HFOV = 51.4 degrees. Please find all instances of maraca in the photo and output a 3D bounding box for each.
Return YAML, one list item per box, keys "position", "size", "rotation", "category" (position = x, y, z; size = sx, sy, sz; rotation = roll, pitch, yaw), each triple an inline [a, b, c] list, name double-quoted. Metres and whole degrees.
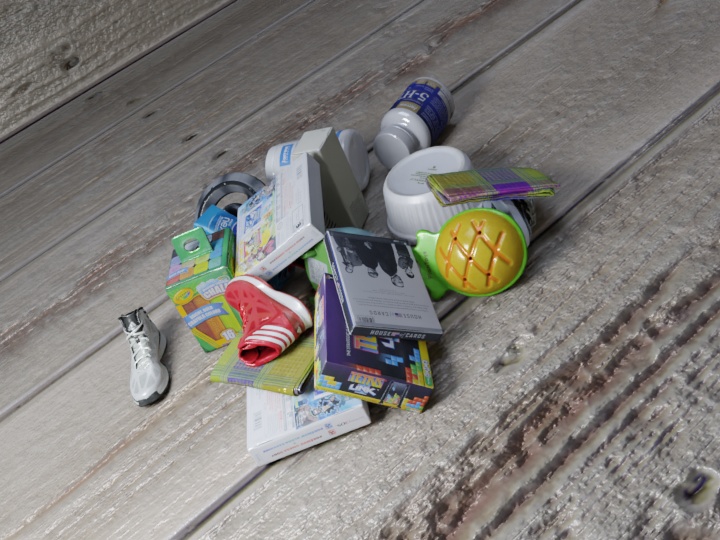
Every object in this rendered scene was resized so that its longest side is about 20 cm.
- position: [0.169, -0.023, 1.189]
  size: [0.196, 0.141, 0.106]
  rotation: [-13, 2, 27]
  category: "maraca"

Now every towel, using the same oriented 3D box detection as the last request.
- position: [-0.132, 0.130, 1.160]
  size: [0.196, 0.023, 0.145]
  rotation: [1, 43, 35]
  category: "towel"
- position: [0.211, -0.141, 1.239]
  size: [0.194, 0.023, 0.144]
  rotation: [-7, 22, -7]
  category: "towel"

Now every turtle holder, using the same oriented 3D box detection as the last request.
- position: [-0.007, -0.010, 1.258]
  size: [0.131, 0.144, 0.184]
  rotation: [-32, 10, -36]
  category: "turtle holder"

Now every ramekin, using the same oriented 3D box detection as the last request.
- position: [0.132, -0.148, 1.392]
  size: [0.197, 0.096, 0.205]
  rotation: [-16, 35, 12]
  category: "ramekin"

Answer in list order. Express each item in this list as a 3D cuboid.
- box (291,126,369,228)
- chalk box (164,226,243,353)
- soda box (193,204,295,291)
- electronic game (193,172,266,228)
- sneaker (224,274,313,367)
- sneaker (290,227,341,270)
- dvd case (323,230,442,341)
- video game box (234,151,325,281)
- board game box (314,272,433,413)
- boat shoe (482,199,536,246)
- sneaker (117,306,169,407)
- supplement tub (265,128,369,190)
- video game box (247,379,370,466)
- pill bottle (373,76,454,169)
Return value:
- position: [-0.055, -0.166, 1.438]
  size: [0.067, 0.203, 0.083]
  rotation: [-5, 38, 28]
  category: "box"
- position: [-0.264, 0.019, 1.332]
  size: [0.122, 0.203, 0.125]
  rotation: [-20, 35, 8]
  category: "chalk box"
- position: [-0.220, -0.043, 1.427]
  size: [0.197, 0.069, 0.065]
  rotation: [28, 54, 14]
  category: "soda box"
- position: [-0.252, -0.095, 1.510]
  size: [0.195, 0.206, 0.041]
  rotation: [-9, -4, 22]
  category: "electronic game"
- position: [-0.175, 0.078, 1.171]
  size: [0.197, 0.080, 0.116]
  rotation: [12, 47, 45]
  category: "sneaker"
- position: [-0.073, -0.026, 1.368]
  size: [0.194, 0.077, 0.087]
  rotation: [0, 68, -8]
  category: "sneaker"
- position: [0.032, 0.021, 1.137]
  size: [0.147, 0.025, 0.203]
  rotation: [7, 42, -23]
  category: "dvd case"
- position: [-0.142, -0.085, 1.299]
  size: [0.180, 0.047, 0.203]
  rotation: [-33, 39, 23]
  category: "video game box"
- position: [0.015, 0.101, 1.101]
  size: [0.161, 0.058, 0.202]
  rotation: [16, 34, -15]
  category: "board game box"
- position: [0.263, -0.094, 1.266]
  size: [0.066, 0.076, 0.200]
  rotation: [-7, 23, -4]
  category: "boat shoe"
- position: [-0.399, 0.143, 1.331]
  size: [0.074, 0.117, 0.202]
  rotation: [-24, 35, 0]
  category: "sneaker"
- position: [-0.089, -0.219, 1.591]
  size: [0.195, 0.134, 0.133]
  rotation: [-8, 38, 23]
  category: "supplement tub"
- position: [-0.084, 0.178, 1.137]
  size: [0.178, 0.047, 0.202]
  rotation: [-24, 35, 7]
  category: "video game box"
- position: [0.110, -0.309, 1.593]
  size: [0.117, 0.121, 0.201]
  rotation: [5, 45, 36]
  category: "pill bottle"
